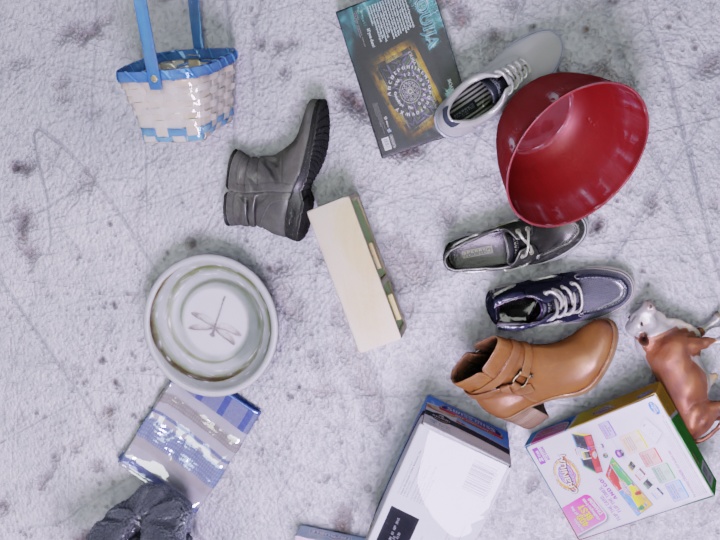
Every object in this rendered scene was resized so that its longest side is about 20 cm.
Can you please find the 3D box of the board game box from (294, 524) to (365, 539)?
[{"bbox_3d":[-0.009,0.489,1.311,0.197,0.043,0.202,10,101,8],"label":"board game box"}]

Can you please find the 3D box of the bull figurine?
[{"bbox_3d":[0.425,0.122,1.174,0.120,0.065,0.203,-20,95,13],"label":"bull figurine"}]

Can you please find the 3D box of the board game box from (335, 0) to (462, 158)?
[{"bbox_3d":[0.061,-0.266,1.196,0.133,0.028,0.203,-17,95,9],"label":"board game box"}]

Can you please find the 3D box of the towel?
[{"bbox_3d":[-0.253,0.246,1.327,0.146,0.024,0.201,35,102,2],"label":"towel"}]

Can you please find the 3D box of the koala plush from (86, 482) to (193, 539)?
[{"bbox_3d":[-0.289,0.433,1.301,0.175,0.185,0.202,-5,129,15],"label":"koala plush"}]

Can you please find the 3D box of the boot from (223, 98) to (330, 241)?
[{"bbox_3d":[-0.120,-0.146,1.229,0.129,0.068,0.203,16,99,13],"label":"boot"}]

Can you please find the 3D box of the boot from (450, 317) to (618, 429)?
[{"bbox_3d":[0.224,0.111,1.173,0.154,0.077,0.200,32,117,-30],"label":"boot"}]

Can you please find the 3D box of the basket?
[{"bbox_3d":[-0.238,-0.273,1.171,0.137,0.177,0.203,4,110,12],"label":"basket"}]

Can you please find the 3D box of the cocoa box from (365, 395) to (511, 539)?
[{"bbox_3d":[0.104,0.297,1.219,0.132,0.131,0.202,24,101,5],"label":"cocoa box"}]

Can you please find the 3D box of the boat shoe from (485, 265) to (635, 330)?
[{"bbox_3d":[0.261,0.043,1.176,0.197,0.093,0.076,-12,96,11],"label":"boat shoe"}]

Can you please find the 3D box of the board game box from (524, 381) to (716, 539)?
[{"bbox_3d":[0.339,0.254,1.190,0.199,0.040,0.154,-29,93,31],"label":"board game box"}]

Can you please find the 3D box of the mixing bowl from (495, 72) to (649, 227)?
[{"bbox_3d":[0.242,-0.167,1.119,0.197,0.109,0.202,-16,134,-17],"label":"mixing bowl"}]

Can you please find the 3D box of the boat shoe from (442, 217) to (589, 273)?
[{"bbox_3d":[0.205,-0.032,1.189,0.197,0.064,0.072,-16,96,11],"label":"boat shoe"}]

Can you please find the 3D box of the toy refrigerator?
[{"bbox_3d":[0.000,0.000,1.222,0.069,0.076,0.203,-19,94,11],"label":"toy refrigerator"}]

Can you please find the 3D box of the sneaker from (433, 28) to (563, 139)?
[{"bbox_3d":[0.182,-0.235,1.145,0.199,0.071,0.073,-40,96,-3],"label":"sneaker"}]

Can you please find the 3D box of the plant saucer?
[{"bbox_3d":[-0.207,0.074,1.280,0.197,0.050,0.204,1,99,9],"label":"plant saucer"}]
